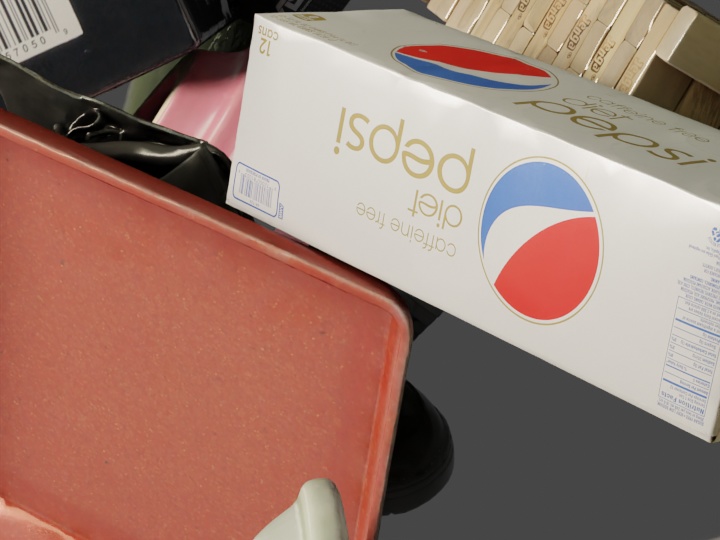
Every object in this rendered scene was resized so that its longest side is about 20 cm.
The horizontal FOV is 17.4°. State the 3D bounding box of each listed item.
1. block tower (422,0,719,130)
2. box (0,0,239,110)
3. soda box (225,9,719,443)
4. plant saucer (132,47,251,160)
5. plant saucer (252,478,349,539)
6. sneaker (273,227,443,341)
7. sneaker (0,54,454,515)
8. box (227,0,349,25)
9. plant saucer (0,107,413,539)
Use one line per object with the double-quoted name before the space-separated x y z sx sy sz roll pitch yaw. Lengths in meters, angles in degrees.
"block tower" 0.075 -0.082 0.795 0.058 0.054 0.200 -60 27 11
"box" -0.143 -0.120 0.999 0.148 0.107 0.200 -24 8 6
"soda box" 0.051 -0.020 0.682 0.200 0.068 0.064 27 115 41
"plant saucer" -0.093 -0.016 0.971 0.201 0.051 0.201 -52 10 13
"plant saucer" -0.027 0.160 0.670 0.200 0.050 0.201 179 90 -86
"sneaker" 0.000 0.000 0.868 0.200 0.070 0.082 -37 11 49
"sneaker" -0.056 0.004 0.805 0.200 0.104 0.060 27 52 25
"box" -0.012 -0.216 1.063 0.160 0.044 0.200 -51 31 25
"plant saucer" -0.073 0.045 0.781 0.037 0.199 0.200 -43 -30 -47
